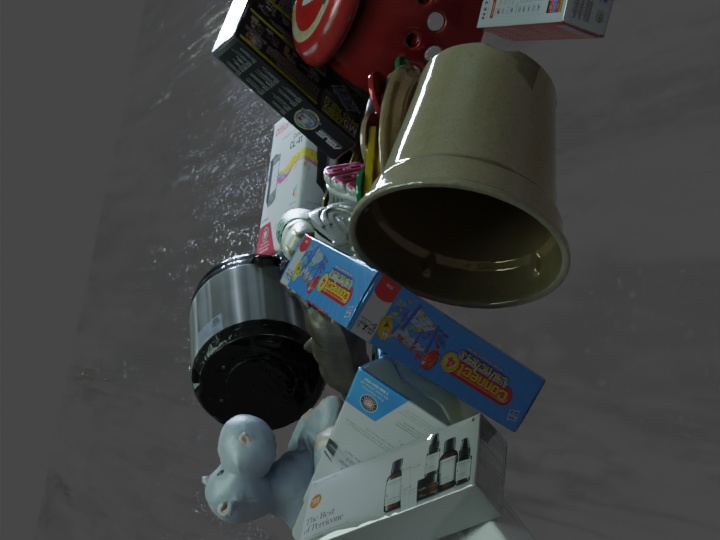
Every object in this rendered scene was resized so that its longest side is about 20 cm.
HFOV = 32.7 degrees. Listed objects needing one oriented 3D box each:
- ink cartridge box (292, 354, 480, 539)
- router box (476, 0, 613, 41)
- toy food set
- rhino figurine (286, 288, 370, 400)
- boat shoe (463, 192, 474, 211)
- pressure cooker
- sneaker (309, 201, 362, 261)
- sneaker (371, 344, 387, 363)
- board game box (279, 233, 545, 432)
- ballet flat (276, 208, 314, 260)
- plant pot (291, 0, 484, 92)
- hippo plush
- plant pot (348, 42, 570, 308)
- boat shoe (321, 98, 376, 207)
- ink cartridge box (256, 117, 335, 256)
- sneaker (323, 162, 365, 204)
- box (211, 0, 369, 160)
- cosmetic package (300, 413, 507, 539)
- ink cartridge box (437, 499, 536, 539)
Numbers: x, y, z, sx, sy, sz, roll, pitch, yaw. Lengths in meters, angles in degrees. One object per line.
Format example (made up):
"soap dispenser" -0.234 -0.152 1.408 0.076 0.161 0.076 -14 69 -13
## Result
"ink cartridge box" 0.022 0.201 1.208 0.115 0.068 0.202 31 112 21
"router box" 0.195 -0.327 1.182 0.179 0.048 0.203 -156 80 -67
"toy food set" 0.049 -0.118 1.272 0.048 0.198 0.203 -2 70 22
"rhino figurine" -0.021 0.098 1.353 0.087 0.059 0.202 45 160 44
"boat shoe" 0.108 -0.119 1.270 0.061 0.072 0.203 -3 62 23
"pressure cooker" -0.131 0.078 1.560 0.201 0.173 0.181 -104 7 -52
"sneaker" 0.000 0.000 1.322 0.201 0.075 0.082 -118 22 -58
"sneaker" 0.029 0.116 1.304 0.082 0.070 0.203 -25 58 54
"board game box" 0.043 0.054 1.134 0.056 0.199 0.196 -58 23 -1
"ballet flat" -0.049 -0.020 1.469 0.199 0.074 0.075 36 113 36
"plant pot" 0.026 -0.298 1.400 0.200 0.180 0.204 -169 90 -67
"hippo plush" -0.100 0.235 1.408 0.159 0.158 0.204 -139 59 -73
"plant pot" 0.104 -0.096 1.123 0.200 0.198 0.186 -39 32 55
"boat shoe" 0.002 -0.154 1.518 0.072 0.067 0.204 169 113 -68
"ink cartridge box" -0.068 -0.112 1.641 0.147 0.084 0.204 156 122 -63
"sneaker" 0.024 -0.056 1.415 0.199 0.073 0.089 35 139 50
"box" -0.072 -0.254 1.464 0.044 0.199 0.162 -28 34 39
"cosmetic package" 0.036 0.204 1.108 0.198 0.051 0.083 -27 30 29
"ink cartridge box" 0.101 0.303 1.065 0.179 0.044 0.200 -70 23 14
